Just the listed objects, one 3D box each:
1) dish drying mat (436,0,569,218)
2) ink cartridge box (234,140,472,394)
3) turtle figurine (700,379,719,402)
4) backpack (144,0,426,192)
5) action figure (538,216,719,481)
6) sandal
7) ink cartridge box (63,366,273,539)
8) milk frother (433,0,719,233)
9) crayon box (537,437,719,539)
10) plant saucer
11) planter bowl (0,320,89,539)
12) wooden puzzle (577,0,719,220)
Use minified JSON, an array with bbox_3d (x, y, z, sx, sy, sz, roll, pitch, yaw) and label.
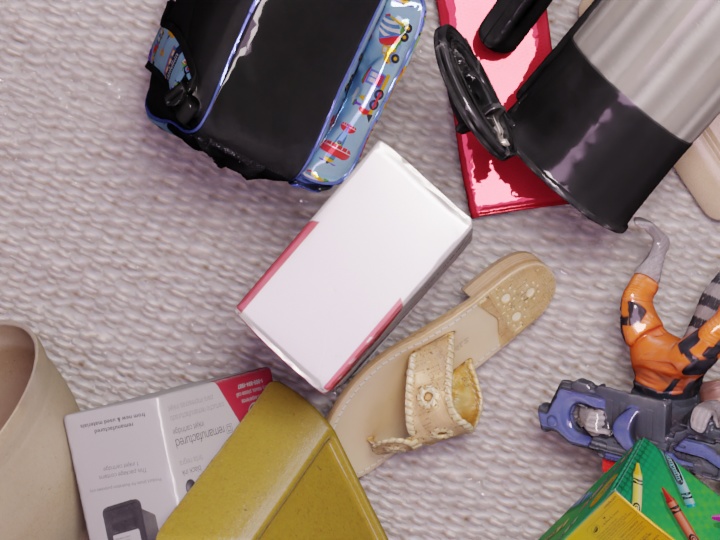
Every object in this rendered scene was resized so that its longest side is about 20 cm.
[{"bbox_3d":[0.098,-0.141,1.597,0.076,0.018,0.202,-8,90,-1],"label":"dish drying mat"},{"bbox_3d":[0.000,0.000,1.509,0.083,0.200,0.147,41,90,3],"label":"ink cartridge box"},{"bbox_3d":[0.265,0.156,1.574,0.198,0.064,0.163,-7,83,13],"label":"turtle figurine"},{"bbox_3d":[-0.062,-0.153,1.520,0.134,0.200,0.184,26,88,-20],"label":"backpack"},{"bbox_3d":[0.230,0.083,1.520,0.199,0.104,0.195,22,104,34],"label":"action figure"},{"bbox_3d":[0.062,0.079,1.560,0.212,0.070,0.078,-44,131,-2],"label":"sandal"},{"bbox_3d":[-0.107,0.178,1.515,0.083,0.145,0.202,-12,90,29],"label":"ink cartridge box"},{"bbox_3d":[0.160,-0.144,1.473,0.180,0.200,0.188,40,105,3],"label":"milk frother"},{"bbox_3d":[0.175,0.212,1.520,0.118,0.200,0.058,38,46,0],"label":"crayon box"},{"bbox_3d":[-0.035,0.200,1.492,0.048,0.200,0.201,-14,113,32],"label":"plant saucer"},{"bbox_3d":[-0.258,0.152,1.531,0.200,0.200,0.135,-37,118,1],"label":"planter bowl"},{"bbox_3d":[0.279,-0.163,1.585,0.199,0.037,0.186,-34,95,5],"label":"wooden puzzle"}]
